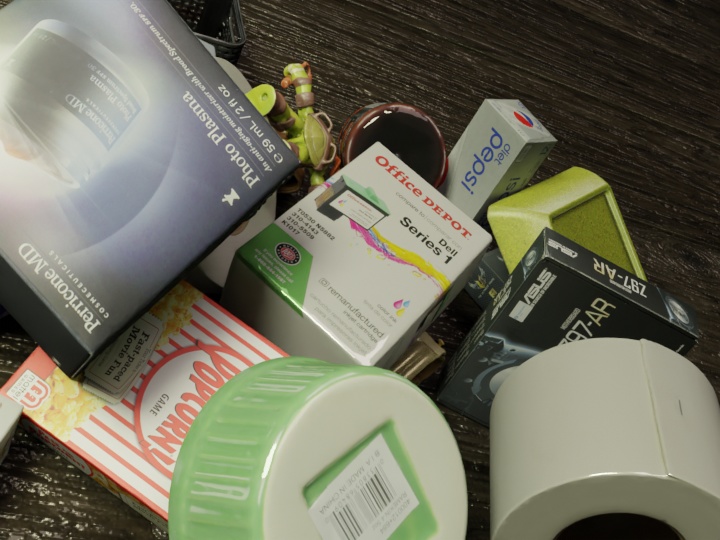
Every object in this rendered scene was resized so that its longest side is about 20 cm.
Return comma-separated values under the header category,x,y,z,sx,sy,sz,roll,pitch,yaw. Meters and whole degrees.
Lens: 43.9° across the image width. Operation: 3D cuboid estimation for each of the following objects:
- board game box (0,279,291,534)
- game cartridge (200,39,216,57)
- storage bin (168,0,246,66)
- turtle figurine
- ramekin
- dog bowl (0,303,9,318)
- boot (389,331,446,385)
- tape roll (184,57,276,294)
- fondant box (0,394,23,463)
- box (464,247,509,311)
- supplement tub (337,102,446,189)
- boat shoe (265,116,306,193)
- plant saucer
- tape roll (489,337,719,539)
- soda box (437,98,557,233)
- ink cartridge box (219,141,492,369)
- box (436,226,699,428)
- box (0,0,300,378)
category,x,y,z,sx,sy,sz,roll,pitch,yaw
board game box,-0.138,0.097,0.662,0.198,0.046,0.153,34,60,2
game cartridge,-0.206,-0.171,0.830,0.131,0.041,0.202,22,41,-8
storage bin,-0.237,-0.272,0.991,0.196,0.094,0.137,9,43,-26
turtle figurine,-0.055,-0.113,0.867,0.063,0.205,0.161,-2,-1,20
ramekin,-0.019,0.158,0.598,0.197,0.097,0.205,7,79,-37
dog bowl,-0.311,-0.063,0.675,0.196,0.079,0.205,10,64,-20
boot,0.025,0.034,0.861,0.155,0.073,0.199,41,40,11
tape roll,-0.132,-0.083,0.796,0.036,0.206,0.204,-2,33,19
fondant box,-0.316,0.134,0.528,0.142,0.059,0.202,28,39,-7
box,0.229,0.029,1.026,0.198,0.051,0.158,-22,64,-46
supplement tub,0.028,-0.126,0.965,0.105,0.109,0.200,25,7,-8
boat shoe,-0.141,-0.128,0.921,0.196,0.076,0.075,10,46,-25
plant saucer,0.235,-0.002,0.930,0.198,0.047,0.204,-24,92,-45
tape roll,0.204,0.176,0.730,0.199,0.204,0.141,24,37,-10
soda box,0.116,-0.080,0.942,0.063,0.201,0.069,-11,53,-46
ink cartridge box,0.000,0.000,0.771,0.144,0.085,0.200,40,51,10
box,0.184,0.078,0.821,0.158,0.202,0.044,27,36,-6
box,-0.183,-0.072,0.608,0.201,0.123,0.198,48,64,-7
